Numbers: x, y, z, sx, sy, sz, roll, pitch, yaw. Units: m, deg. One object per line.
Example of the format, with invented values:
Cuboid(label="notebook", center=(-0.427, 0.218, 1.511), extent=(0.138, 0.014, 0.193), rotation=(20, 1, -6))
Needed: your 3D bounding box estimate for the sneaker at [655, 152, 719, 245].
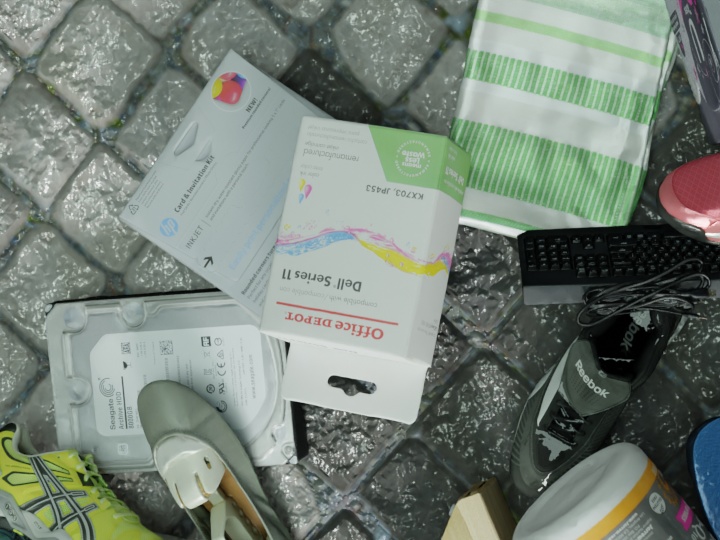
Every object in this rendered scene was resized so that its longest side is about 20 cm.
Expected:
Cuboid(label="sneaker", center=(0.302, -0.078, 1.398), extent=(0.198, 0.087, 0.074), rotation=(-9, 51, 1))

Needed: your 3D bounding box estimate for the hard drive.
Cuboid(label="hard drive", center=(-0.145, 0.086, 1.578), extent=(0.198, 0.038, 0.141), rotation=(-3, 94, 16))

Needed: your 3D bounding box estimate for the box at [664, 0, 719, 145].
Cuboid(label="box", center=(0.274, -0.164, 1.349), extent=(0.114, 0.200, 0.133), rotation=(-19, 90, 3))

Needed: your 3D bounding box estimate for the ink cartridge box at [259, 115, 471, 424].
Cuboid(label="ink cartridge box", center=(0.000, 0.000, 1.446), extent=(0.116, 0.067, 0.202), rotation=(9, 84, 19))

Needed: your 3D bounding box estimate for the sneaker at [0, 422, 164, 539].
Cuboid(label="sneaker", center=(-0.218, 0.180, 1.543), extent=(0.199, 0.075, 0.077), rotation=(22, 88, 21))

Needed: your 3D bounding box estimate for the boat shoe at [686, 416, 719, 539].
Cuboid(label="boat shoe", center=(0.287, 0.198, 1.451), extent=(0.084, 0.069, 0.201), rotation=(-26, 92, -5))

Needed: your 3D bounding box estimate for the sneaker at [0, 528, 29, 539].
Cuboid(label="sneaker", center=(-0.343, 0.246, 1.619), extent=(0.199, 0.086, 0.078), rotation=(-27, 87, 15))

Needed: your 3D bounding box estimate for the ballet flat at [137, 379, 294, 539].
Cuboid(label="ballet flat", center=(-0.107, 0.173, 1.531), extent=(0.067, 0.064, 0.201), rotation=(-25, 109, 23))

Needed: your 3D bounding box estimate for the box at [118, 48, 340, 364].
Cuboid(label="box", center=(-0.058, -0.047, 1.521), extent=(0.199, 0.041, 0.157), rotation=(33, 87, 8))

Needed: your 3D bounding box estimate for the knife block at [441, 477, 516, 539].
Cuboid(label="knife block", center=(0.123, 0.280, 1.511), extent=(0.174, 0.064, 0.201), rotation=(23, 100, 11))

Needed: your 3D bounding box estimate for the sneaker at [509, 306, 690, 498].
Cuboid(label="sneaker", center=(0.166, 0.083, 1.467), extent=(0.066, 0.090, 0.201), rotation=(37, 103, 10))

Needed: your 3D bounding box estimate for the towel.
Cuboid(label="towel", center=(0.145, -0.118, 1.473), extent=(0.151, 0.023, 0.202), rotation=(13, 98, 0))

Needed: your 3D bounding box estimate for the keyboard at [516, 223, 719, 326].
Cuboid(label="keyboard", center=(0.211, -0.009, 1.421), extent=(0.198, 0.105, 0.040), rotation=(-3, 131, 2))

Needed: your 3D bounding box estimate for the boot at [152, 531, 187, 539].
Cuboid(label="boot", center=(-0.133, 0.272, 1.537), extent=(0.199, 0.144, 0.073), rotation=(30, 104, 12))

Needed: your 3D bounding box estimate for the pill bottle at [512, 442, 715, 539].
Cuboid(label="pill bottle", center=(0.207, 0.229, 1.405), extent=(0.116, 0.116, 0.200), rotation=(-38, 96, 15))
